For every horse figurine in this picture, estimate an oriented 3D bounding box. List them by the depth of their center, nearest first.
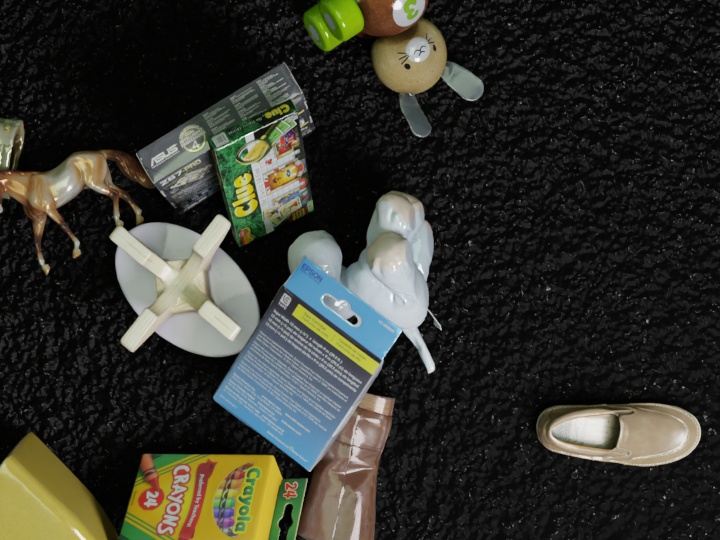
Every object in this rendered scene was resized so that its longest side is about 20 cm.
[{"bbox_3d":[-0.341,-0.090,1.635,0.198,0.050,0.134,-30,89,-17],"label":"horse figurine"}]

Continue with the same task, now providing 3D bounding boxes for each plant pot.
[{"bbox_3d":[-0.373,0.333,1.559,0.199,0.195,0.195,40,87,-5],"label":"plant pot"}]

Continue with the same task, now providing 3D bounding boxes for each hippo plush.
[{"bbox_3d":[0.000,0.000,1.622,0.158,0.160,0.202,-5,130,16],"label":"hippo plush"}]

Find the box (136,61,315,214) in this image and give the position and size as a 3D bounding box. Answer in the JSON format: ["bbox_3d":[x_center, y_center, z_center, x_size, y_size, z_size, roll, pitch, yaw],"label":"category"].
[{"bbox_3d":[-0.152,-0.150,1.595,0.199,0.161,0.049,-32,82,-1],"label":"box"}]

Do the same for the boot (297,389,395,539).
[{"bbox_3d":[-0.060,0.234,1.632,0.184,0.064,0.203,11,92,2],"label":"boot"}]

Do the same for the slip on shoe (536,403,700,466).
[{"bbox_3d":[0.311,0.193,1.635,0.197,0.061,0.077,6,87,0],"label":"slip on shoe"}]

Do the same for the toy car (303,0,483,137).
[{"bbox_3d":[0.058,-0.266,1.620,0.163,0.158,0.201,-34,99,-13],"label":"toy car"}]

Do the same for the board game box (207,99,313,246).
[{"bbox_3d":[-0.111,-0.108,1.572,0.104,0.201,0.024,-25,61,-10],"label":"board game box"}]

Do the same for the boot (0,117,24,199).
[{"bbox_3d":[-0.479,-0.189,1.637,0.152,0.072,0.203,5,94,0],"label":"boot"}]

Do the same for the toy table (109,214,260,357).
[{"bbox_3d":[-0.208,0.019,1.610,0.198,0.117,0.186,27,87,2],"label":"toy table"}]

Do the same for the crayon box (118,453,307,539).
[{"bbox_3d":[-0.169,0.276,1.575,0.197,0.051,0.128,-2,48,13],"label":"crayon box"}]

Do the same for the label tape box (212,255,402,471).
[{"bbox_3d":[-0.055,0.102,1.554,0.143,0.066,0.201,35,103,8],"label":"label tape box"}]
